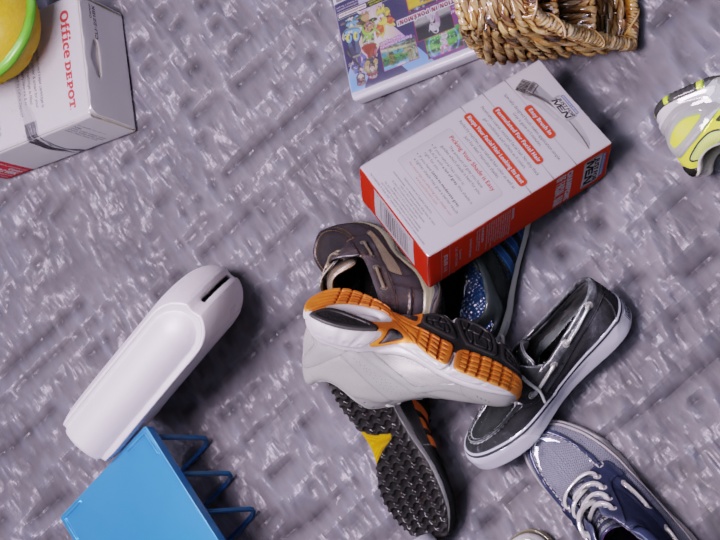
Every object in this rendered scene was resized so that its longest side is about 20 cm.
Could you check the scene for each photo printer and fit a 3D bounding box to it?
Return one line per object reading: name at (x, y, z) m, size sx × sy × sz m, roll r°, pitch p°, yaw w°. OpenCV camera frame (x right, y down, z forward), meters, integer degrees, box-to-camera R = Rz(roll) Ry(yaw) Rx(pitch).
photo printer at (-0.198, 0.082, 1.408) m, size 0.069 × 0.166 × 0.200 m, roll 41°, pitch 106°, yaw -2°

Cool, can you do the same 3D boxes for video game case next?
video game case at (0.063, -0.282, 1.383) m, size 0.199 × 0.023 × 0.184 m, roll -18°, pitch 75°, yaw 26°

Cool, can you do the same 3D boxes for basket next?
basket at (0.163, -0.297, 1.245) m, size 0.148 × 0.143 × 0.202 m, roll -3°, pitch 80°, yaw 19°

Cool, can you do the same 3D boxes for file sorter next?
file sorter at (-0.170, 0.276, 1.390) m, size 0.139 × 0.122 × 0.200 m, roll -46°, pitch 64°, yaw 17°

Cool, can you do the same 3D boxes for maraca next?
maraca at (-0.422, -0.257, 1.513) m, size 0.199 × 0.107 × 0.138 m, roll 2°, pitch 70°, yaw 35°

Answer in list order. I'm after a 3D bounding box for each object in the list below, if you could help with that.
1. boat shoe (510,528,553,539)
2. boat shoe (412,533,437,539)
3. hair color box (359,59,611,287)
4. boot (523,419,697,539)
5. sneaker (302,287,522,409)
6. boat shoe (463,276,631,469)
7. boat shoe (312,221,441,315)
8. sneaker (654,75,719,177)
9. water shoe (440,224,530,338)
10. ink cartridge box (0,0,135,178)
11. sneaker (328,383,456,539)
boat shoe at (0.115, 0.325, 1.252) m, size 0.074 × 0.068 × 0.201 m, roll 28°, pitch 98°, yaw 30°
boat shoe at (0.018, 0.332, 1.303) m, size 0.202 × 0.074 × 0.086 m, roll -47°, pitch 66°, yaw 21°
hair color box at (0.111, -0.088, 1.254) m, size 0.199 × 0.064 × 0.111 m, roll -32°, pitch 66°, yaw -12°
boot at (0.206, 0.198, 1.202) m, size 0.200 × 0.090 × 0.073 m, roll 39°, pitch 103°, yaw 27°
sneaker at (0.041, 0.086, 1.222) m, size 0.198 × 0.076 × 0.093 m, roll 19°, pitch 124°, yaw 8°
boat shoe at (0.152, 0.090, 1.246) m, size 0.199 × 0.068 × 0.074 m, roll -46°, pitch 33°, yaw 16°
boat shoe at (0.000, 0.000, 1.319) m, size 0.200 × 0.073 × 0.075 m, roll 31°, pitch 114°, yaw 56°
sneaker at (0.349, -0.142, 1.181) m, size 0.199 × 0.075 × 0.077 m, roll -24°, pitch 80°, yaw 36°
water shoe at (0.111, -0.026, 1.291) m, size 0.071 × 0.079 × 0.202 m, roll -1°, pitch 84°, yaw 29°
ink cartridge box at (-0.358, -0.203, 1.578) m, size 0.199 × 0.084 × 0.146 m, roll -16°, pitch 75°, yaw 28°
sneaker at (0.048, 0.150, 1.314) m, size 0.070 × 0.090 × 0.201 m, roll -21°, pitch 99°, yaw 38°
